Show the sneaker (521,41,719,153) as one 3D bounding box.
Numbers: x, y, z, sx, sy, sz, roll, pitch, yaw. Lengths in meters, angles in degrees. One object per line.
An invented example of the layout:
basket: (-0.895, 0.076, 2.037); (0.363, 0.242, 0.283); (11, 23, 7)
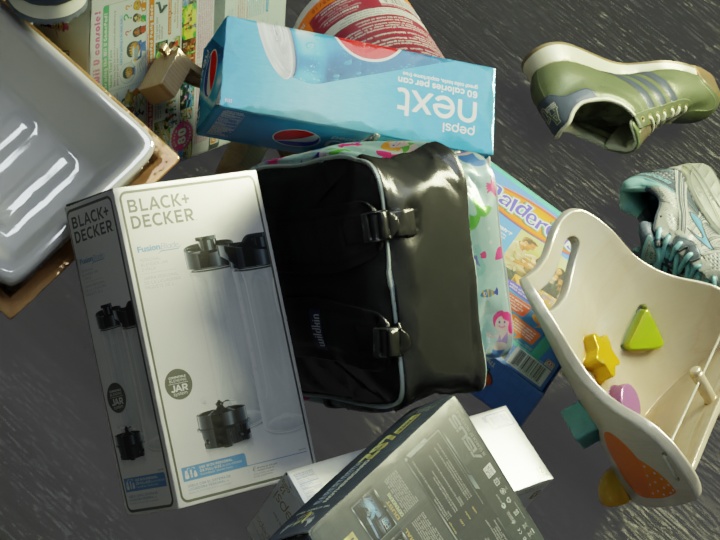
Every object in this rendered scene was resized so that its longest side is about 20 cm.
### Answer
sneaker: (0.236, -0.137, 1.728); (0.199, 0.067, 0.090); (8, 52, -26)

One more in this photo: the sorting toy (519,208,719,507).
sorting toy: (0.183, 0.052, 1.411); (0.180, 0.107, 0.200); (54, 37, -12)

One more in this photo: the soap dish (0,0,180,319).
soap dish: (-0.244, -0.079, 1.298); (0.200, 0.081, 0.157); (41, 70, 10)

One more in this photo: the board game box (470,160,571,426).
board game box: (0.106, 0.012, 1.498); (0.152, 0.045, 0.200); (36, 40, 6)

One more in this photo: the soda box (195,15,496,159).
soda box: (-0.009, -0.117, 1.361); (0.199, 0.064, 0.068); (9, 72, -18)

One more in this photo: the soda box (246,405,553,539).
soda box: (0.028, 0.151, 1.284); (0.199, 0.068, 0.064); (-12, 59, -40)

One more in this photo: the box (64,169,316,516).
box: (-0.106, 0.044, 1.240); (0.116, 0.060, 0.202); (-8, 85, -39)

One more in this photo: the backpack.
backpack: (0.000, 0.000, 1.317); (0.150, 0.199, 0.179); (-12, 96, -41)

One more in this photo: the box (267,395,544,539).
box: (0.051, 0.201, 1.193); (0.158, 0.051, 0.201); (-40, 99, -43)

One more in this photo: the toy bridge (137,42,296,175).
toy bridge: (-0.080, -0.092, 1.409); (0.200, 0.027, 0.067); (48, 50, -31)

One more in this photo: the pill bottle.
pill bottle: (0.023, -0.130, 1.516); (0.109, 0.110, 0.200); (7, 35, -27)

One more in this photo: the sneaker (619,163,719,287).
sneaker: (0.270, -0.007, 1.617); (0.086, 0.078, 0.201); (-2, 42, -19)

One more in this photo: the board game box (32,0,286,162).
board game box: (-0.142, -0.155, 1.421); (0.064, 0.149, 0.199); (22, 31, 33)

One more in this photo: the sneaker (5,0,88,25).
sneaker: (-0.243, -0.251, 1.309); (0.070, 0.082, 0.200); (-30, 58, -28)
